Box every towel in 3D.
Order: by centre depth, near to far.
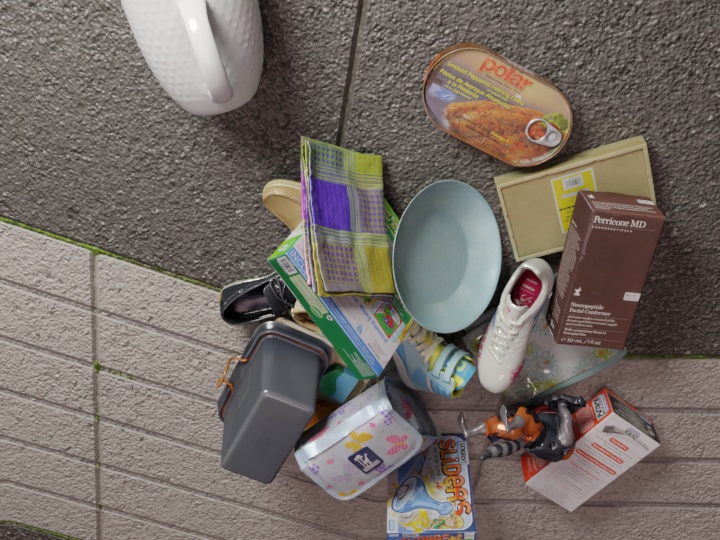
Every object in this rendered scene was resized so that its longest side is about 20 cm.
[{"bbox_3d":[-0.014,-0.060,0.943,0.142,0.203,0.023,8,162,-43],"label":"towel"},{"bbox_3d":[0.273,0.106,1.136,0.199,0.048,0.171,-32,116,20],"label":"towel"}]

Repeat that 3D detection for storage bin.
[{"bbox_3d":[-0.138,0.196,1.097,0.144,0.135,0.201,24,116,-15],"label":"storage bin"}]

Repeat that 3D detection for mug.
[{"bbox_3d":[-0.175,-0.261,0.839,0.146,0.201,0.177,-18,127,-7],"label":"mug"}]

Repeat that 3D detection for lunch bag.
[{"bbox_3d":[0.010,0.250,1.127,0.169,0.128,0.200,-35,156,8],"label":"lunch bag"}]

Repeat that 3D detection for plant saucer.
[{"bbox_3d":[0.108,-0.019,1.018,0.038,0.201,0.202,5,136,52],"label":"plant saucer"}]

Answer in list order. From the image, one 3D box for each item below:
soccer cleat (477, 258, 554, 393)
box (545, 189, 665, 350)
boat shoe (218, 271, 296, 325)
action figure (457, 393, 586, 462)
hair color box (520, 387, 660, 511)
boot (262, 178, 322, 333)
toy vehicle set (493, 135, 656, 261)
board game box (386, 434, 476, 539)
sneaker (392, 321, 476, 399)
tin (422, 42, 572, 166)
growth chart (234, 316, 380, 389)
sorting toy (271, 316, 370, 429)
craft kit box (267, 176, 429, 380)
[{"bbox_3d":[0.205,0.076,1.051,0.069,0.086,0.202,24,99,24],"label":"soccer cleat"},{"bbox_3d":[0.322,0.002,1.013,0.099,0.075,0.202,5,116,-2],"label":"box"},{"bbox_3d":[-0.115,0.034,1.099,0.197,0.062,0.075,-16,118,10],"label":"boat shoe"},{"bbox_3d":[0.244,0.258,1.163,0.191,0.106,0.200,16,144,-24],"label":"action figure"},{"bbox_3d":[0.371,0.295,1.240,0.110,0.064,0.200,33,119,-17],"label":"hair color box"},{"bbox_3d":[-0.066,-0.013,1.009,0.199,0.157,0.073,37,145,-22],"label":"boot"},{"bbox_3d":[0.291,-0.093,1.022,0.197,0.027,0.125,-15,120,11],"label":"toy vehicle set"},{"bbox_3d":[0.108,0.342,1.199,0.133,0.201,0.035,-2,123,3],"label":"board game box"},{"bbox_3d":[0.099,0.104,1.092,0.130,0.080,0.201,14,143,44],"label":"sneaker"},{"bbox_3d":[0.171,-0.208,0.951,0.198,0.042,0.112,25,124,-13],"label":"tin"},{"bbox_3d":[-0.078,0.150,1.195,0.199,0.018,0.145,37,117,-21],"label":"growth chart"},{"bbox_3d":[-0.092,0.179,1.182,0.184,0.037,0.201,27,120,-16],"label":"sorting toy"},{"bbox_3d":[0.000,0.000,0.982,0.048,0.198,0.201,-16,116,46],"label":"craft kit box"}]
